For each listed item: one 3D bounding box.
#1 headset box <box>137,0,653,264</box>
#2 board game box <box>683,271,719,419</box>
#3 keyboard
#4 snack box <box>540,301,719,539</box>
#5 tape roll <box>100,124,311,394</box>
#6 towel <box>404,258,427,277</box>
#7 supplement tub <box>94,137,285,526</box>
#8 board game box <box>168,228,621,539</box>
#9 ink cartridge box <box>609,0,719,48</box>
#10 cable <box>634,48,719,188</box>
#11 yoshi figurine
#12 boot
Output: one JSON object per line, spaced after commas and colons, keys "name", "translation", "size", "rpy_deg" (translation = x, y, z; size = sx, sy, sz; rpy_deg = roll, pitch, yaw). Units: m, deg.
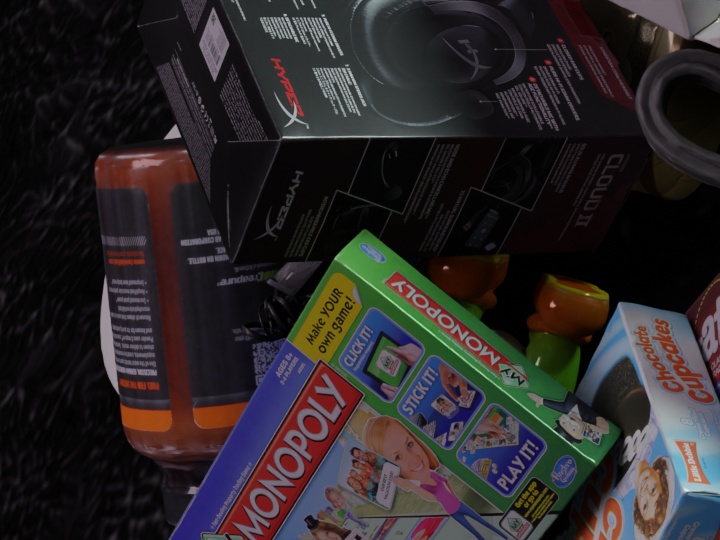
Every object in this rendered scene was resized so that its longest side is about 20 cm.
{"name": "headset box", "translation": [0.022, -0.083, 0.911], "size": [0.149, 0.199, 0.077], "rpy_deg": [65, 144, 36]}
{"name": "board game box", "translation": [0.147, 0.060, 0.863], "size": [0.200, 0.019, 0.104], "rpy_deg": [118, 157, -56]}
{"name": "keyboard", "translation": [0.000, 0.000, 1.022], "size": [0.104, 0.040, 0.200], "rpy_deg": [-45, -6, 6]}
{"name": "snack box", "translation": [0.099, 0.128, 0.884], "size": [0.117, 0.037, 0.201], "rpy_deg": [-102, 27, -52]}
{"name": "tape roll", "translation": [-0.074, -0.005, 1.254], "size": [0.202, 0.071, 0.204], "rpy_deg": [-34, 45, 43]}
{"name": "towel", "translation": [-0.007, 0.056, 1.032], "size": [0.145, 0.024, 0.200], "rpy_deg": [-58, -8, -34]}
{"name": "supplement tub", "translation": [-0.079, 0.031, 1.104], "size": [0.107, 0.106, 0.202], "rpy_deg": [4, 101, 57]}
{"name": "board game box", "translation": [0.008, 0.094, 0.901], "size": [0.029, 0.134, 0.200], "rpy_deg": [-44, -11, -49]}
{"name": "ink cartridge box", "translation": [0.136, -0.164, 0.853], "size": [0.116, 0.068, 0.200], "rpy_deg": [-35, 36, -13]}
{"name": "cable", "translation": [0.195, -0.020, 0.785], "size": [0.199, 0.050, 0.098], "rpy_deg": [15, 87, 21]}
{"name": "yoshi figurine", "translation": [0.045, 0.092, 0.987], "size": [0.112, 0.112, 0.201], "rpy_deg": [30, 104, 48]}
{"name": "boot", "translation": [0.117, -0.144, 1.016], "size": [0.155, 0.073, 0.201], "rpy_deg": [15, 90, 40]}
